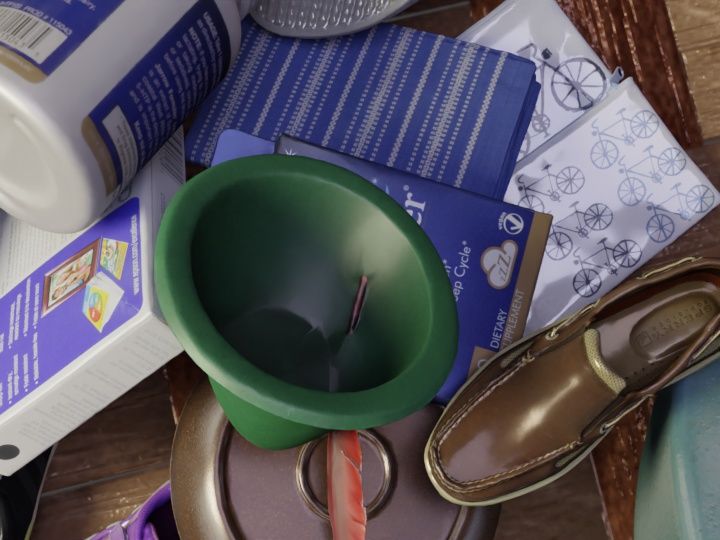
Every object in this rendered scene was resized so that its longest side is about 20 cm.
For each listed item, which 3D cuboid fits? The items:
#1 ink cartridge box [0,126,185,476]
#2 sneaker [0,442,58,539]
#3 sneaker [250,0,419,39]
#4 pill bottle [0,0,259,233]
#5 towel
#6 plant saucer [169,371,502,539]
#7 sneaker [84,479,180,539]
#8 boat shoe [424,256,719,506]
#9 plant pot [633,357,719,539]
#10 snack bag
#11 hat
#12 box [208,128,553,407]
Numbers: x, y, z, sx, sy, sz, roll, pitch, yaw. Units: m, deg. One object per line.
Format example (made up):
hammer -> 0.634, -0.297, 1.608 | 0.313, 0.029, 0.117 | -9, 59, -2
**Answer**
ink cartridge box -> -0.183, 0.016, 0.883 | 0.199, 0.043, 0.199 | -33, 39, 19
sneaker -> -0.220, 0.109, 0.918 | 0.071, 0.083, 0.202 | 5, 79, -1
sneaker -> 0.025, -0.205, 0.972 | 0.198, 0.105, 0.076 | -21, 98, 12
pill bottle -> -0.136, -0.129, 0.844 | 0.119, 0.120, 0.200 | 36, 60, 3
towel -> 0.004, -0.097, 0.947 | 0.198, 0.024, 0.146 | 15, 57, 8
plant saucer -> -0.010, 0.117, 0.878 | 0.198, 0.032, 0.203 | 2, 79, -9
sneaker -> -0.133, 0.182, 0.911 | 0.200, 0.088, 0.081 | -42, 87, -5
boat shoe -> 0.119, 0.052, 0.812 | 0.201, 0.075, 0.075 | -35, 75, -5
plant pot -> 0.256, 0.141, 0.882 | 0.194, 0.196, 0.202 | -9, 64, -2
snack bag -> 0.104, -0.069, 0.983 | 0.188, 0.021, 0.201 | -36, 85, -5
hat -> -0.049, 0.068, 0.827 | 0.164, 0.177, 0.201 | 8, 49, -17
box -> 0.000, 0.000, 0.864 | 0.198, 0.032, 0.122 | 16, 83, -4
